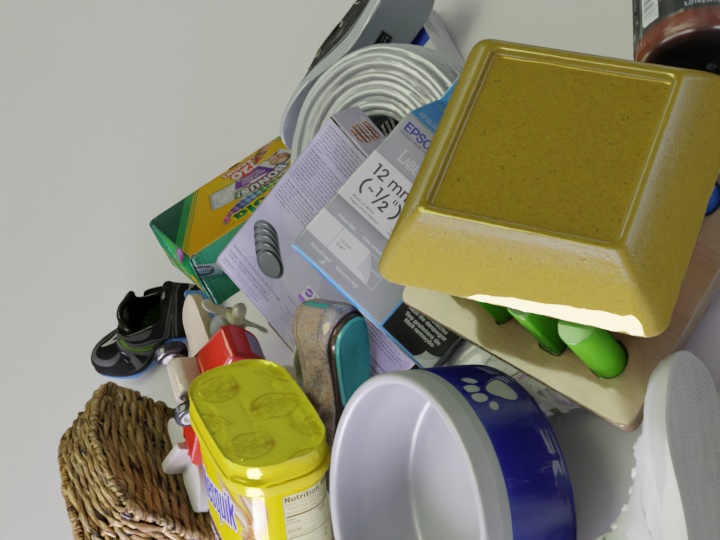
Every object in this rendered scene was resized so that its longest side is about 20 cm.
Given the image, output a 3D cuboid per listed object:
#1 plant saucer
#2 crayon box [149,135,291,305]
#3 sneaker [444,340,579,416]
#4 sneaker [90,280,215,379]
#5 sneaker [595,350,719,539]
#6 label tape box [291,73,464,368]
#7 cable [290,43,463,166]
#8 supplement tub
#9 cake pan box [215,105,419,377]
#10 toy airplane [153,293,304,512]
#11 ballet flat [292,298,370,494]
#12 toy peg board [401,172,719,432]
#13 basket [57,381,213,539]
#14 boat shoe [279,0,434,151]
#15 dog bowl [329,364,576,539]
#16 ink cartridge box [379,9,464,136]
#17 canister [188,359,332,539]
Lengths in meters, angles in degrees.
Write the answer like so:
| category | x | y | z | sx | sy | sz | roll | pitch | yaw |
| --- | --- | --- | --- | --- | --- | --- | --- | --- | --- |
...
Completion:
| category | x | y | z | sx | sy | sz | roll | pitch | yaw |
| --- | --- | --- | --- | --- | --- | --- | --- | --- | --- |
| plant saucer | 0.127 | -0.071 | 1.041 | 0.198 | 0.049 | 0.201 | 12 | 63 | 24 |
| crayon box | -0.086 | -0.060 | 1.498 | 0.199 | 0.059 | 0.119 | -34 | 29 | -13 |
| sneaker | 0.124 | 0.074 | 1.158 | 0.200 | 0.074 | 0.100 | -51 | 33 | 23 |
| sneaker | -0.233 | 0.056 | 1.714 | 0.199 | 0.082 | 0.071 | -31 | 45 | 45 |
| sneaker | 0.176 | 0.156 | 1.026 | 0.115 | 0.073 | 0.202 | -26 | 50 | 43 |
| label tape box | 0.067 | -0.043 | 1.206 | 0.200 | 0.143 | 0.066 | -48 | -9 | 2 |
| cable | 0.030 | -0.088 | 1.348 | 0.200 | 0.069 | 0.201 | 40 | 116 | 26 |
| supplement tub | 0.245 | -0.218 | 1.143 | 0.107 | 0.106 | 0.202 | -30 | 45 | 44 |
| cake pan box | 0.000 | 0.000 | 1.310 | 0.200 | 0.052 | 0.185 | 47 | 125 | 11 |
| toy airplane | -0.112 | 0.129 | 1.456 | 0.199 | 0.140 | 0.202 | -157 | 55 | -69 |
| ballet flat | -0.022 | 0.106 | 1.289 | 0.067 | 0.068 | 0.202 | 20 | 127 | 33 |
| toy peg board | 0.140 | -0.032 | 1.083 | 0.199 | 0.098 | 0.200 | 29 | 86 | 30 |
| basket | -0.236 | 0.228 | 1.544 | 0.149 | 0.142 | 0.201 | -51 | 34 | 21 |
| boat shoe | -0.009 | -0.196 | 1.470 | 0.201 | 0.070 | 0.066 | -56 | 25 | 10 |
| dog bowl | 0.060 | 0.168 | 1.119 | 0.199 | 0.078 | 0.203 | 13 | 106 | 58 |
| ink cartridge box | 0.052 | -0.162 | 1.460 | 0.094 | 0.044 | 0.201 | -50 | 34 | 22 |
| canister | -0.074 | 0.195 | 1.280 | 0.149 | 0.086 | 0.202 | -132 | 32 | -55 |
